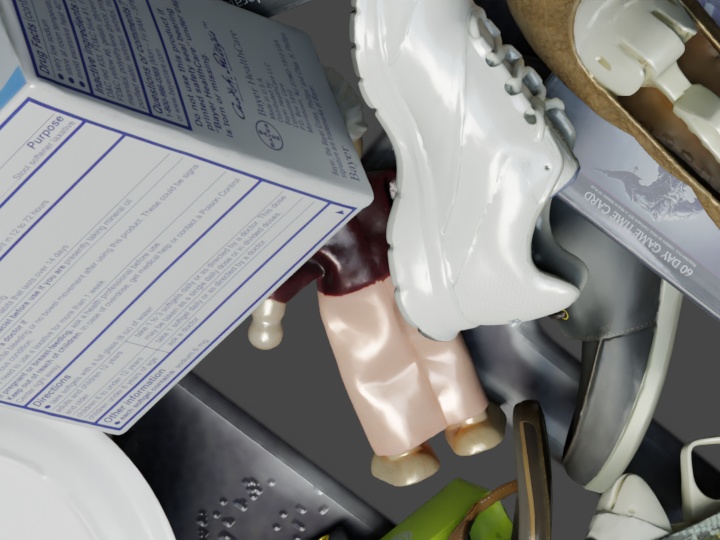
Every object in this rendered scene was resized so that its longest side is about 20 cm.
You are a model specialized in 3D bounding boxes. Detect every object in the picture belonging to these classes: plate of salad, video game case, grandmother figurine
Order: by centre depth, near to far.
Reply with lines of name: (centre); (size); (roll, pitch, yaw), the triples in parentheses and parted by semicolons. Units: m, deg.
video game case: (0.175, -0.091, 1.257); (0.143, 0.019, 0.200); (37, 91, -1)
grandmother figurine: (0.000, 0.000, 1.323); (0.121, 0.061, 0.201); (-26, 110, -19)
plate of salad: (-0.167, 0.147, 1.341); (0.199, 0.048, 0.201); (5, 104, 22)

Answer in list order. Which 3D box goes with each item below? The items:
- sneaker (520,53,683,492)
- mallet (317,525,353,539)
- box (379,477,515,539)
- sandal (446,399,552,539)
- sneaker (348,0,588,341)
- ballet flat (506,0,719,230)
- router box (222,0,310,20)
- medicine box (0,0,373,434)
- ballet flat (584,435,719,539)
sneaker: (0.096, -0.001, 1.317); (0.106, 0.075, 0.201); (12, 103, -1)
mallet: (-0.089, 0.188, 1.393); (0.200, 0.066, 0.041); (-30, 108, 11)
box: (0.010, 0.209, 1.366); (0.200, 0.048, 0.122); (-37, 108, -15)
sandal: (0.057, 0.159, 1.327); (0.054, 0.082, 0.201); (9, 100, -1)
sneaker: (0.050, -0.069, 1.220); (0.087, 0.075, 0.201); (-4, 111, 23)
ballet flat: (0.141, -0.071, 1.212); (0.068, 0.072, 0.200); (-41, 91, -1)
router box: (-0.082, -0.177, 1.247); (0.199, 0.051, 0.150); (-20, 113, 8)
medicine box: (-0.132, -0.036, 1.216); (0.200, 0.103, 0.182); (18, 130, -43)
ballet flat: (0.159, 0.119, 1.347); (0.199, 0.069, 0.071); (-24, 91, -17)
